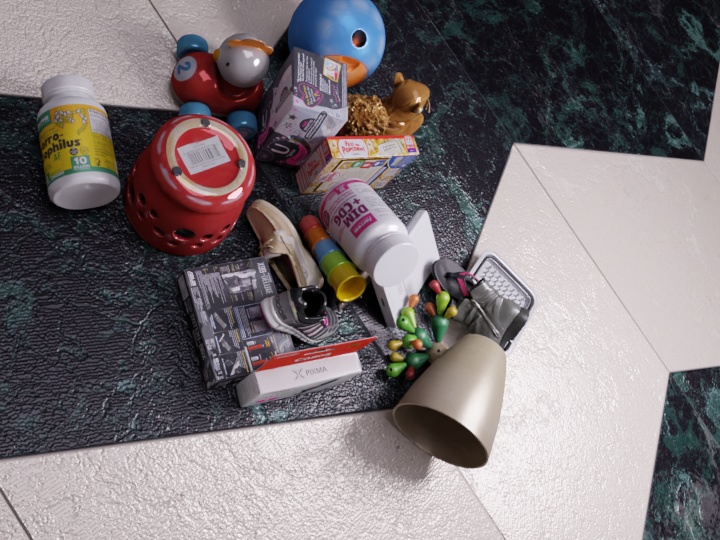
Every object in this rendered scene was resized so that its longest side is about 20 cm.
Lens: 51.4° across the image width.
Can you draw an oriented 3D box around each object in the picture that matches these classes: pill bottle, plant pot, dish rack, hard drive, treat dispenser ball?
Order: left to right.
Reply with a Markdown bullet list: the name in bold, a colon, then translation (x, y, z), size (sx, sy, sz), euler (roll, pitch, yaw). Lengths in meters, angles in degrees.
- **pill bottle**: translation (-0.466, -0.212, 1.228), size (0.112, 0.113, 0.202), euler (-5, 72, -32)
- **plant pot**: translation (-0.282, -0.146, 1.266), size (0.199, 0.182, 0.202), euler (11, 66, -27)
- **treat dispenser ball**: translation (-0.048, -0.475, 1.531), size (0.199, 0.201, 0.202), euler (12, 63, -25)
- **pill bottle**: translation (0.016, -0.069, 1.351), size (0.113, 0.114, 0.200), euler (-8, 42, -32)
- **hard drive**: translation (0.091, -0.005, 1.469), size (0.200, 0.027, 0.133), euler (-54, 140, -35)
- **plant pot**: translation (0.185, 0.221, 1.363), size (0.187, 0.187, 0.201), euler (40, 58, -9)
- **dish rack**: translation (0.277, 0.072, 1.578), size (0.172, 0.044, 0.200), euler (44, 55, -6)

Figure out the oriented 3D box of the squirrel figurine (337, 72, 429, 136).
- **squirrel figurine**: translation (0.051, -0.309, 1.525), size (0.199, 0.187, 0.142), euler (-20, 80, -35)

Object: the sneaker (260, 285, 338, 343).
- **sneaker**: translation (-0.083, 0.073, 1.303), size (0.200, 0.087, 0.074), euler (24, 46, -56)

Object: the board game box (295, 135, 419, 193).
- **board game box**: translation (-0.007, -0.207, 1.469), size (0.199, 0.151, 0.047), euler (-8, 73, -33)

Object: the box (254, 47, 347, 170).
- **box**: translation (-0.116, -0.297, 1.414), size (0.114, 0.200, 0.133), euler (11, 64, -24)

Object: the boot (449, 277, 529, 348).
- **boot**: translation (0.228, 0.121, 1.474), size (0.130, 0.201, 0.068), euler (33, 14, 2)

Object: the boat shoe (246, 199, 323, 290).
- **boat shoe**: translation (-0.147, -0.036, 1.360), size (0.200, 0.074, 0.069), euler (53, 48, -1)

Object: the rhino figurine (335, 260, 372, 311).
- **rhino figurine**: translation (0.000, 0.000, 1.421), size (0.060, 0.087, 0.201), euler (37, 55, -10)

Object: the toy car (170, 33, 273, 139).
- **toy car**: translation (-0.242, -0.375, 1.375), size (0.176, 0.200, 0.186), euler (5, 66, -28)

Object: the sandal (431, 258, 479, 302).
- **sandal**: translation (0.226, 0.046, 1.506), size (0.200, 0.045, 0.075), euler (46, 55, -5)

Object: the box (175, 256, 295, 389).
- **box**: translation (-0.211, 0.085, 1.284), size (0.157, 0.050, 0.201), euler (-12, 76, -34)

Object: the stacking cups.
- **stacking cups**: translation (-0.058, -0.033, 1.368), size (0.060, 0.061, 0.200), euler (-4, 44, -31)

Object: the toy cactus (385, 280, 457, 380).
- **toy cactus**: translation (0.133, 0.136, 1.432), size (0.165, 0.102, 0.201), euler (45, 61, -28)

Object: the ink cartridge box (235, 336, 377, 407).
- **ink cartridge box**: translation (-0.085, 0.169, 1.244), size (0.199, 0.173, 0.044), euler (-8, 73, -32)
